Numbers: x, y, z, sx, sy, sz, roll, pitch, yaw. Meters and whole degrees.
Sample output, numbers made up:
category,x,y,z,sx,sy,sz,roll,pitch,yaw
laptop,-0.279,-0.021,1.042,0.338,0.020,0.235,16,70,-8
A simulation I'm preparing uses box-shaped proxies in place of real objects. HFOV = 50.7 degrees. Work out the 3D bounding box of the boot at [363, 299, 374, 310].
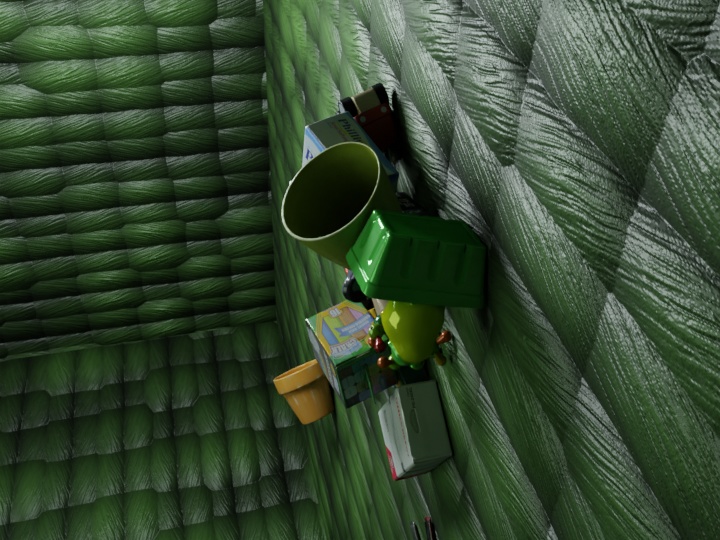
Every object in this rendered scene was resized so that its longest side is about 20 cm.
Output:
category,x,y,z,sx,sy,sz,roll,pitch,yaw
boot,0.033,0.106,1.683,0.076,0.199,0.171,23,90,37

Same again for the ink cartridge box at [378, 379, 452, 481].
category,x,y,z,sx,sy,sz,roll,pitch,yaw
ink cartridge box,0.103,0.314,1.479,0.201,0.082,0.148,112,148,-65

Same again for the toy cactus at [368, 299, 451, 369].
category,x,y,z,sx,sy,sz,roll,pitch,yaw
toy cactus,0.070,0.097,1.330,0.103,0.198,0.166,-52,50,28

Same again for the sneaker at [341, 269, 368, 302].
category,x,y,z,sx,sy,sz,roll,pitch,yaw
sneaker,0.000,0.000,1.533,0.200,0.086,0.076,-41,-47,-49

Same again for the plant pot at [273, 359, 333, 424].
category,x,y,z,sx,sy,sz,roll,pitch,yaw
plant pot,-0.184,0.432,2.680,0.186,0.197,0.200,67,167,0

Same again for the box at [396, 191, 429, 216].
category,x,y,z,sx,sy,sz,roll,pitch,yaw
box,0.088,-0.031,1.448,0.160,0.043,0.204,-124,29,-65

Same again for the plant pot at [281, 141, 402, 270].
category,x,y,z,sx,sy,sz,roll,pitch,yaw
plant pot,-0.001,-0.075,1.264,0.200,0.185,0.189,46,-162,-45

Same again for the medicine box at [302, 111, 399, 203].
category,x,y,z,sx,sy,sz,roll,pitch,yaw
medicine box,-0.027,-0.160,1.447,0.183,0.102,0.202,53,153,29

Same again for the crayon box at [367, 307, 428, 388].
category,x,y,z,sx,sy,sz,roll,pitch,yaw
crayon box,0.060,0.137,1.535,0.203,0.051,0.126,67,167,3

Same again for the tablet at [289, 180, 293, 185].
category,x,y,z,sx,sy,sz,roll,pitch,yaw
tablet,-0.060,-0.118,1.620,0.014,0.198,0.131,-48,42,23

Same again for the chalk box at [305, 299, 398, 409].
category,x,y,z,sx,sy,sz,roll,pitch,yaw
chalk box,-0.008,0.171,1.489,0.200,0.122,0.126,51,159,46

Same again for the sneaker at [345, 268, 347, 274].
category,x,y,z,sx,sy,sz,roll,pitch,yaw
sneaker,0.009,0.011,1.723,0.071,0.091,0.203,-113,20,-52

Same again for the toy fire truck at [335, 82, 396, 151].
category,x,y,z,sx,sy,sz,roll,pitch,yaw
toy fire truck,0.018,-0.242,1.532,0.203,0.127,0.176,64,170,4

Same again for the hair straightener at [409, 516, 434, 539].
category,x,y,z,sx,sy,sz,roll,pitch,yaw
hair straightener,0.125,0.618,1.565,0.041,0.075,0.204,141,121,-73

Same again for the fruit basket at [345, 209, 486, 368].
category,x,y,z,sx,sy,sz,roll,pitch,yaw
fruit basket,0.081,0.030,1.146,0.156,0.211,0.219,-118,24,-57
